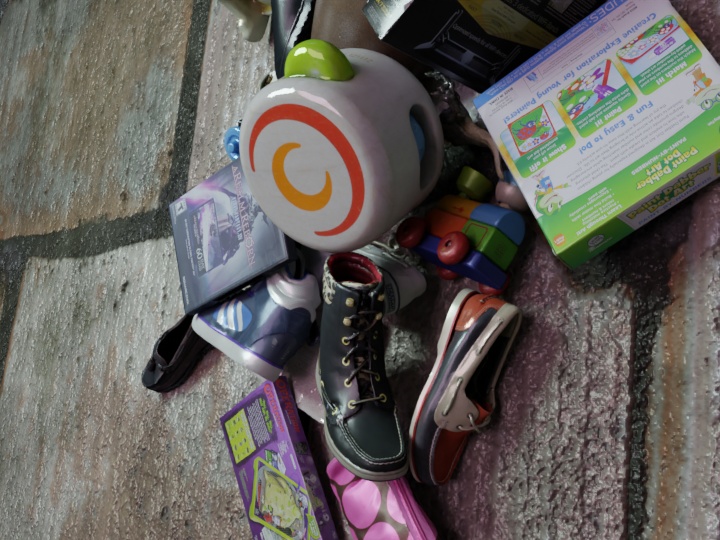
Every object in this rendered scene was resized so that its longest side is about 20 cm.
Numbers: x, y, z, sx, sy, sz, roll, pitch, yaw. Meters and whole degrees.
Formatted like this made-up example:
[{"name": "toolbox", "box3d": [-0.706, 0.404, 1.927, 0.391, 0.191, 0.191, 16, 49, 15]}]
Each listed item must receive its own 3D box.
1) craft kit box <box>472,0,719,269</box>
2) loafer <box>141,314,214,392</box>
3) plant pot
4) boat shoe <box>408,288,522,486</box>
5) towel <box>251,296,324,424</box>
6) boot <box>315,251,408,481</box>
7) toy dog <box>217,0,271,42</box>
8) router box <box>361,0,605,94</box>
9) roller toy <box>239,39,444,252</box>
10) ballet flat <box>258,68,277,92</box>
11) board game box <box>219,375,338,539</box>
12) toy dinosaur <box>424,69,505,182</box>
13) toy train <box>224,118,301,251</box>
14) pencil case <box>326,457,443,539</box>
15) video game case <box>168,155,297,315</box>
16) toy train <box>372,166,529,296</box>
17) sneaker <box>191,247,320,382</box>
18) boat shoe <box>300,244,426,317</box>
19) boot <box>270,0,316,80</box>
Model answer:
[{"name": "craft kit box", "box3d": [0.224, -0.135, 0.846, 0.200, 0.048, 0.198, -34, 52, 19]}, {"name": "loafer", "box3d": [-0.251, 0.099, 1.290, 0.200, 0.063, 0.072, -40, 52, 31]}, {"name": "plant pot", "box3d": [0.020, -0.269, 1.048, 0.200, 0.186, 0.187, -59, 43, 34]}, {"name": "boat shoe", "box3d": [0.101, 0.119, 0.914, 0.062, 0.071, 0.201, 20, 97, 35]}, {"name": "towel", "box3d": [-0.063, 0.090, 1.118, 0.200, 0.034, 0.133, 24, 97, 47]}, {"name": "boot", "box3d": [-0.001, 0.090, 0.926, 0.204, 0.073, 0.155, -117, 26, -55]}, {"name": "toy dog", "box3d": [-0.094, -0.408, 1.243, 0.199, 0.140, 0.195, -1, 52, 46]}, {"name": "router box", "box3d": [0.124, -0.257, 0.901, 0.157, 0.199, 0.052, -47, 50, 25]}, {"name": "roller toy", "box3d": [-0.016, -0.122, 0.951, 0.182, 0.140, 0.200, 46, 135, 4]}, {"name": "ballet flat", "box3d": [-0.053, -0.247, 1.184, 0.199, 0.063, 0.068, -16, 68, 43]}, {"name": "board game box", "box3d": [-0.098, 0.238, 1.092, 0.120, 0.032, 0.201, -42, 59, 42]}, {"name": "toy dinosaur", "box3d": [0.096, -0.158, 0.968, 0.047, 0.088, 0.200, -28, 27, -7]}, {"name": "toy train", "box3d": [-0.103, -0.097, 1.134, 0.114, 0.086, 0.201, 23, 123, 35]}, {"name": "pencil case", "box3d": [0.036, 0.252, 0.930, 0.094, 0.090, 0.200, 97, 150, -47]}, {"name": "video game case", "box3d": [-0.153, -0.046, 1.095, 0.200, 0.019, 0.144, -27, 69, 42]}, {"name": "toy train", "box3d": [0.092, -0.057, 0.976, 0.200, 0.085, 0.116, 25, 81, 54]}, {"name": "sneaker", "box3d": [-0.115, 0.037, 1.119, 0.147, 0.080, 0.200, -60, 32, -3]}, {"name": "boat shoe", "box3d": [0.000, 0.000, 1.053, 0.200, 0.065, 0.072, 15, 120, 59]}, {"name": "boot", "box3d": [-0.103, -0.330, 1.126, 0.168, 0.076, 0.201, 32, 120, 30]}]
